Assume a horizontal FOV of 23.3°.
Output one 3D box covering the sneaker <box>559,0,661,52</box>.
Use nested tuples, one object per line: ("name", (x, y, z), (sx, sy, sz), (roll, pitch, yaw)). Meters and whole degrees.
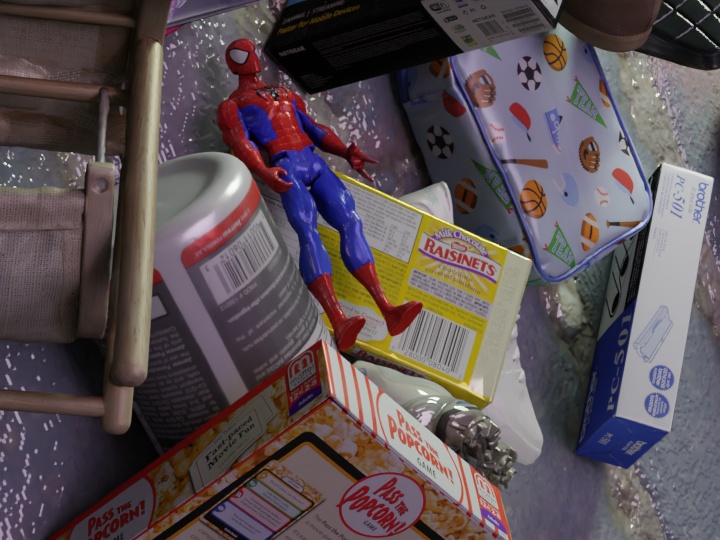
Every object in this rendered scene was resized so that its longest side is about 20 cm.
("sneaker", (0.115, -0.223, 1.160), (0.200, 0.076, 0.070), (31, 44, 16))

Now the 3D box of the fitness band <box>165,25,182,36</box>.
("fitness band", (-0.142, -0.200, 0.997), (0.200, 0.037, 0.144), (-41, 111, -41))

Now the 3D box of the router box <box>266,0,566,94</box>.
("router box", (0.049, -0.195, 1.072), (0.051, 0.199, 0.150), (45, 53, -33))

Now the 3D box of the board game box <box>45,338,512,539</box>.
("board game box", (-0.045, 0.144, 0.916), (0.151, 0.200, 0.046), (42, 22, -32))

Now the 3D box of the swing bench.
("swing bench", (-0.192, -0.041, 0.794), (0.198, 0.130, 0.201), (5, 73, -11))

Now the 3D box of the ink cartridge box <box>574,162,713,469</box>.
("ink cartridge box", (0.204, 0.033, 1.257), (0.044, 0.094, 0.201), (16, 66, -4))

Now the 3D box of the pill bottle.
("pill bottle", (-0.074, 0.047, 0.954), (0.116, 0.116, 0.201), (-46, 121, -40))

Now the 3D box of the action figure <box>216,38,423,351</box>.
("action figure", (-0.031, -0.053, 1.012), (0.065, 0.052, 0.200), (-17, 65, -29))

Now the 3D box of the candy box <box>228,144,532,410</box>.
("candy box", (0.000, 0.000, 1.047), (0.199, 0.026, 0.103), (24, 60, -10))

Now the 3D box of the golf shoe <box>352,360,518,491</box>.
("golf shoe", (0.038, 0.108, 1.072), (0.078, 0.097, 0.200), (-47, 156, -15))

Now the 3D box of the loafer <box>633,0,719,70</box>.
("loafer", (0.190, -0.186, 1.227), (0.073, 0.200, 0.072), (-35, 139, -15))

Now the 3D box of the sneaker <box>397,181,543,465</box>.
("sneaker", (0.078, 0.035, 1.126), (0.088, 0.075, 0.200), (-37, 111, -8))

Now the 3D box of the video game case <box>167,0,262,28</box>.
("video game case", (-0.143, -0.197, 0.959), (0.200, 0.019, 0.144), (-25, 103, -47))

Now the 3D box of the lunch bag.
("lunch bag", (0.119, -0.089, 1.206), (0.160, 0.075, 0.201), (-32, 104, -40))
